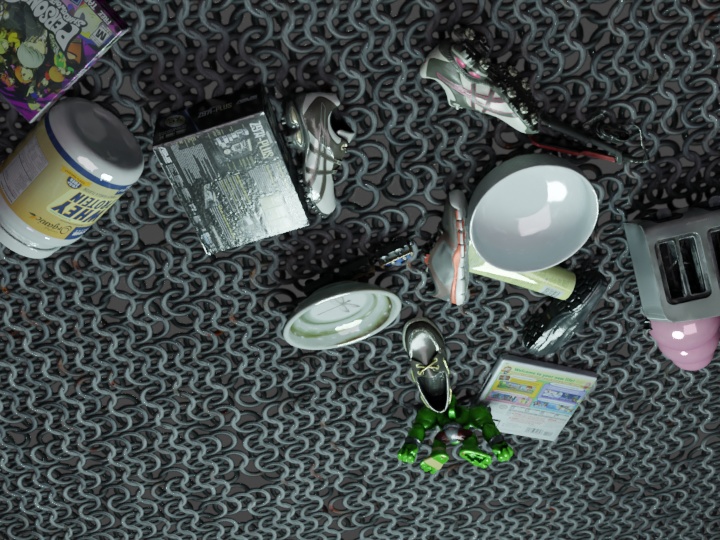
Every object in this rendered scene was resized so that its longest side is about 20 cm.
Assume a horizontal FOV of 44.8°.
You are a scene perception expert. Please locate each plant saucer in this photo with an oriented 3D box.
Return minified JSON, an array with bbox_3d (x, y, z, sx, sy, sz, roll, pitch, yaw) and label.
[{"bbox_3d":[-0.034,0.064,1.433,0.200,0.050,0.200,-14,152,-7],"label":"plant saucer"}]

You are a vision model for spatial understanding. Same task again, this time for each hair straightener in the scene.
[{"bbox_3d":[0.354,-0.201,1.307,0.199,0.041,0.077,13,125,-17],"label":"hair straightener"}]

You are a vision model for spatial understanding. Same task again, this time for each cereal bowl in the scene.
[{"bbox_3d":[0.258,-0.098,1.348,0.199,0.083,0.200,-4,128,-5],"label":"cereal bowl"}]

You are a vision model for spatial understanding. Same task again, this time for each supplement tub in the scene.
[{"bbox_3d":[-0.411,-0.123,1.199,0.200,0.145,0.144,-40,123,22],"label":"supplement tub"}]

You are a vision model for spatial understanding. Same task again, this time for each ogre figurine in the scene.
[{"bbox_3d":[0.175,0.301,1.610,0.200,0.120,0.098,-18,130,22],"label":"ogre figurine"}]

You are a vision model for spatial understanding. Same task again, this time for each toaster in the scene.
[{"bbox_3d":[0.529,-0.008,1.381,0.180,0.119,0.201,-12,90,3],"label":"toaster"}]

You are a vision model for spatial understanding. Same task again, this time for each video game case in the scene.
[{"bbox_3d":[0.321,0.244,1.664,0.199,0.022,0.182,12,125,-16],"label":"video game case"},{"bbox_3d":[-0.418,-0.315,1.078,0.181,0.036,0.200,-37,105,18],"label":"video game case"}]

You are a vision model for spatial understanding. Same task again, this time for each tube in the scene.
[{"bbox_3d":[0.258,-0.006,1.448,0.200,0.052,0.058,17,81,-13],"label":"tube"}]

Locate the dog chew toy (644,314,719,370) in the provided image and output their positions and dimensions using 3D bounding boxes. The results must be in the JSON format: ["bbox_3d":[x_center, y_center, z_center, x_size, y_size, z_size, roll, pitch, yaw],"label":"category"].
[{"bbox_3d":[0.571,0.106,1.531,0.124,0.125,0.200,-24,135,11],"label":"dog chew toy"}]

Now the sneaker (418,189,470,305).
[{"bbox_3d":[0.130,-0.034,1.390,0.082,0.077,0.200,6,119,15],"label":"sneaker"}]

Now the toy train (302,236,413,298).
[{"bbox_3d":[0.000,0.000,1.421,0.200,0.034,0.046,-26,140,14],"label":"toy train"}]

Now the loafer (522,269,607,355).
[{"bbox_3d":[0.361,0.075,1.511,0.070,0.068,0.201,15,130,-28],"label":"loafer"}]

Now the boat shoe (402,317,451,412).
[{"bbox_3d":[0.124,0.169,1.553,0.072,0.061,0.201,-16,128,6],"label":"boat shoe"}]

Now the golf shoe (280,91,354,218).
[{"bbox_3d":[-0.049,-0.164,1.260,0.094,0.078,0.200,-13,130,2],"label":"golf shoe"}]

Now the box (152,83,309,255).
[{"bbox_3d":[-0.181,-0.142,1.253,0.163,0.086,0.200,-17,128,6],"label":"box"}]

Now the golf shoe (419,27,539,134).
[{"bbox_3d":[0.174,-0.256,1.233,0.200,0.077,0.088,37,135,-27],"label":"golf shoe"}]
